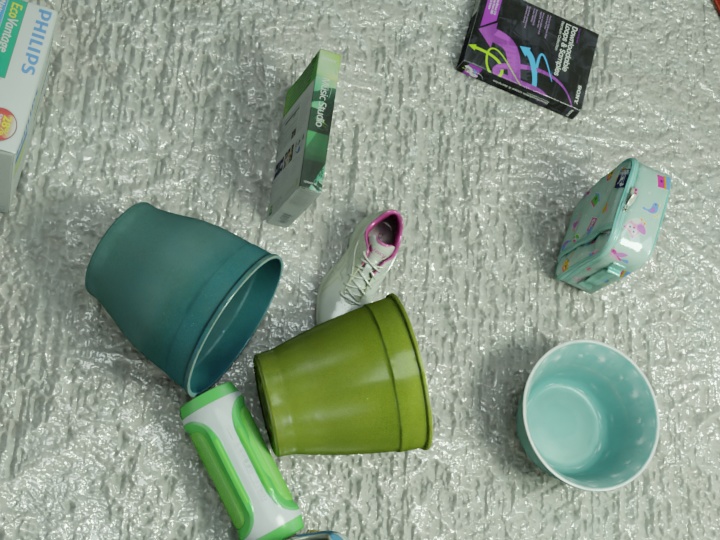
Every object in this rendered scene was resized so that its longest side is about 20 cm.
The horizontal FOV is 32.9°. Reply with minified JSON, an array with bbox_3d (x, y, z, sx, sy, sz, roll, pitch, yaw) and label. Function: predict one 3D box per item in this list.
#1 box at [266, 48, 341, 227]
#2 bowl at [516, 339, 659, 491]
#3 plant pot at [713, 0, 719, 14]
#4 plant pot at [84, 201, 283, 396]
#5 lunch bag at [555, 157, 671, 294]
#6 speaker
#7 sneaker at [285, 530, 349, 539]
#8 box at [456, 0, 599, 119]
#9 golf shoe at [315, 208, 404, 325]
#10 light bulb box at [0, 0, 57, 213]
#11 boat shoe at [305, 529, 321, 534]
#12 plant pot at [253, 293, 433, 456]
[{"bbox_3d":[-0.076,-0.174,1.625,0.036,0.144,0.202,13,70,-18],"label":"box"},{"bbox_3d":[0.289,0.203,1.644,0.199,0.105,0.203,5,72,-17],"label":"bowl"},{"bbox_3d":[0.688,-0.493,1.953,0.175,0.200,0.201,-15,78,-34],"label":"plant pot"},{"bbox_3d":[-0.227,0.021,1.500,0.187,0.200,0.201,31,66,10],"label":"plant pot"},{"bbox_3d":[0.346,-0.056,1.692,0.077,0.200,0.161,27,69,-6],"label":"lunch bag"},{"bbox_3d":[-0.146,0.243,1.503,0.088,0.088,0.201,-25,82,-23],"label":"speaker"},{"bbox_3d":[-0.101,0.351,1.431,0.199,0.073,0.072,-22,49,11],"label":"sneaker"},{"bbox_3d":[0.254,-0.330,1.838,0.198,0.036,0.144,21,68,-12],"label":"box"},{"bbox_3d":[0.000,0.000,1.624,0.075,0.092,0.201,27,69,-8],"label":"golf shoe"},{"bbox_3d":[-0.456,-0.205,1.483,0.124,0.200,0.200,15,69,-13],"label":"light bulb box"},{"bbox_3d":[-0.108,0.398,1.481,0.076,0.072,0.201,24,65,8],"label":"boat shoe"},{"bbox_3d":[-0.029,0.149,1.526,0.191,0.200,0.202,-13,77,-10],"label":"plant pot"}]
